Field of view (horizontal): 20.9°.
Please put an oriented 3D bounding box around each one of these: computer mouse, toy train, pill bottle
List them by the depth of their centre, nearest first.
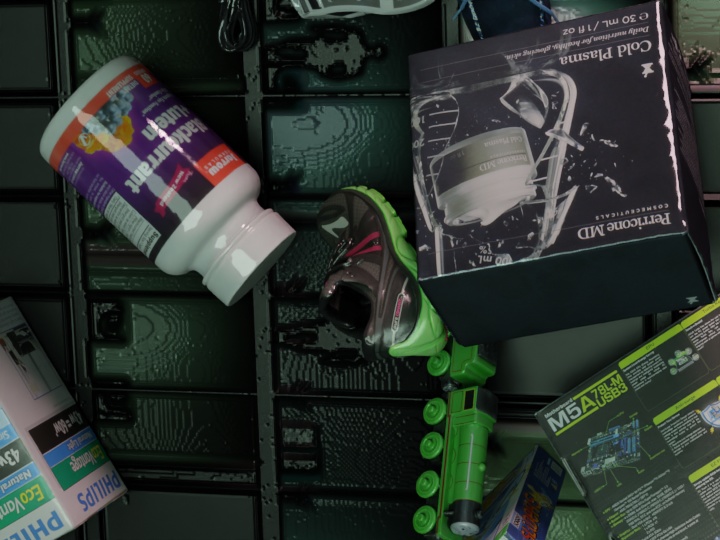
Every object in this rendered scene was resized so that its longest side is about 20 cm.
[{"bbox_3d":[0.079,0.121,1.529,0.056,0.042,0.201,-15,57,36],"label":"toy train"},{"bbox_3d":[-0.022,-0.232,1.544,0.199,0.044,0.110,-1,99,19],"label":"computer mouse"},{"bbox_3d":[-0.151,-0.068,1.572,0.200,0.111,0.112,43,108,3],"label":"pill bottle"}]

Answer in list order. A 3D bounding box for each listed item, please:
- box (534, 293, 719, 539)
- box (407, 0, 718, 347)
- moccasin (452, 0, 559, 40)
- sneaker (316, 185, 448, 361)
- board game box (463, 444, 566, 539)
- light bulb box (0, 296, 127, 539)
[{"bbox_3d":[0.264,0.139,1.489,0.200,0.047,0.194,-34,67,9],"label":"box"},{"bbox_3d":[0.147,-0.069,1.441,0.199,0.124,0.198,-11,62,16],"label":"box"},{"bbox_3d":[0.096,-0.241,1.492,0.080,0.068,0.201,-17,97,7],"label":"moccasin"},{"bbox_3d":[0.000,0.000,1.511,0.083,0.200,0.077,-18,125,-11],"label":"sneaker"},{"bbox_3d":[0.093,0.222,1.515,0.034,0.200,0.135,42,107,0],"label":"board game box"},{"bbox_3d":[-0.342,0.162,1.660,0.198,0.125,0.201,-32,90,18],"label":"light bulb box"}]
